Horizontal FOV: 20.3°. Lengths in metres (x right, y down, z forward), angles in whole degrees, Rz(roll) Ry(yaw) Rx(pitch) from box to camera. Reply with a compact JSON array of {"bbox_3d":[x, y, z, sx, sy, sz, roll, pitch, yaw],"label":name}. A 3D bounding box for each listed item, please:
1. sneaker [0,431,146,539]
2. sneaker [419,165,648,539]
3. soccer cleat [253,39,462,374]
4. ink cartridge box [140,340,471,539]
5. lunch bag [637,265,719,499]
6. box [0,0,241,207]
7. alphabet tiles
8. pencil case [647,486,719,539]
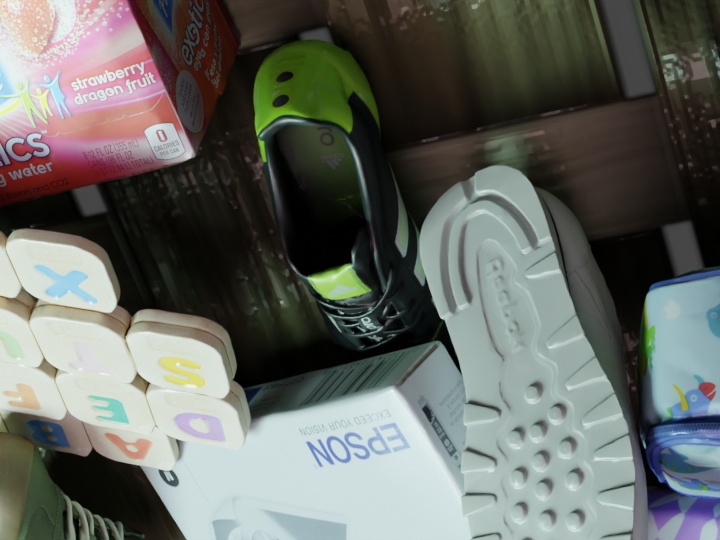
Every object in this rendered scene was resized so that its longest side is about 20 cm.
[{"bbox_3d":[-0.134,0.131,0.941,0.089,0.068,0.201,5,151,-6],"label":"sneaker"},{"bbox_3d":[0.083,0.057,0.801,0.076,0.202,0.080,-18,156,25],"label":"sneaker"},{"bbox_3d":[0.000,0.000,0.845,0.067,0.081,0.201,-14,120,18],"label":"soccer cleat"},{"bbox_3d":[0.011,0.136,0.892,0.199,0.041,0.201,-17,110,49],"label":"ink cartridge box"},{"bbox_3d":[0.210,0.047,0.799,0.198,0.161,0.083,-1,79,6],"label":"lunch bag"},{"bbox_3d":[-0.160,-0.087,0.806,0.198,0.096,0.100,-13,122,18],"label":"box"},{"bbox_3d":[-0.146,0.034,0.832,0.198,0.015,0.196,9,151,9],"label":"alphabet tiles"},{"bbox_3d":[0.148,0.139,0.865,0.199,0.086,0.084,-2,133,47],"label":"pencil case"}]
